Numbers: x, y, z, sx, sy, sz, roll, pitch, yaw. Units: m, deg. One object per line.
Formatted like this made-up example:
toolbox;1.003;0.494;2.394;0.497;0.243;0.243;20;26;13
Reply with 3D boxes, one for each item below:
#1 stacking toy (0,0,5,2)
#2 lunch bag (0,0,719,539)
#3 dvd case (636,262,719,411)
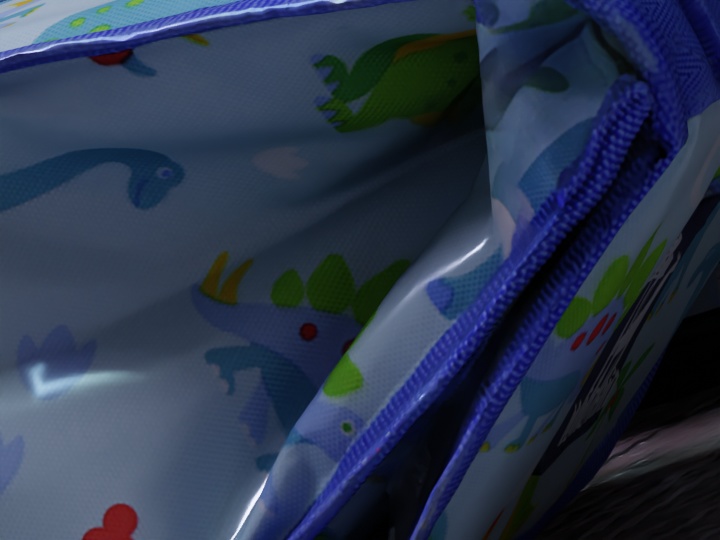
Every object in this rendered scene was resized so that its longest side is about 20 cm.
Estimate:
stacking toy;0.028;-0.040;0.576;0.200;0.116;0.110;15;58;34
lunch bag;-0.017;0.001;0.464;0.200;0.127;0.170;-30;1;22
dvd case;0.069;-0.045;0.640;0.143;0.018;0.200;-19;36;18
